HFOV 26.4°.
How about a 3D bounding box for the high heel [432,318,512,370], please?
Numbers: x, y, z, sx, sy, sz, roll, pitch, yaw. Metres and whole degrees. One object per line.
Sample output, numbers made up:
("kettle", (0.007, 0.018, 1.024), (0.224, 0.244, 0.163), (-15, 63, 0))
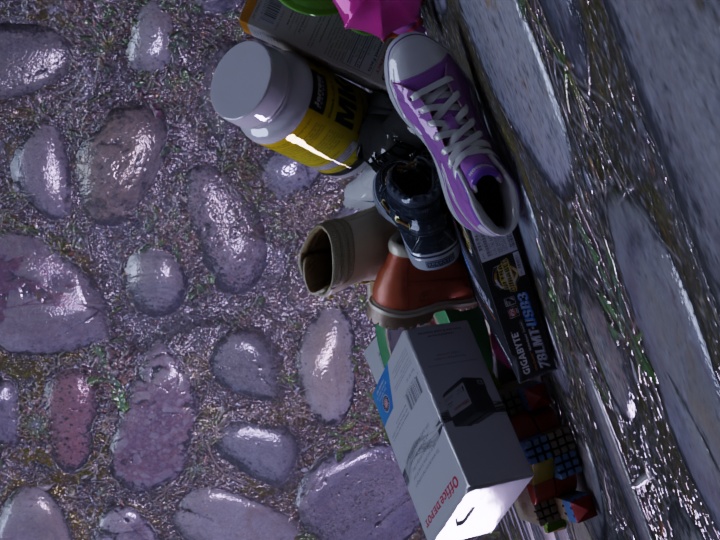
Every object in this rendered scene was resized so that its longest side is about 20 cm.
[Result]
("high heel", (0.136, 0.074, 1.819), (0.200, 0.096, 0.067), (-110, 1, -58))

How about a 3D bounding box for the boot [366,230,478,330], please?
("boot", (0.092, -0.010, 1.705), (0.075, 0.200, 0.107), (25, 119, 33))

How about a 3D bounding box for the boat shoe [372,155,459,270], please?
("boat shoe", (0.053, -0.088, 1.591), (0.200, 0.071, 0.091), (-117, 10, -57))

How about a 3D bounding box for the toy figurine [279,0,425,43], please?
("toy figurine", (0.011, -0.280, 1.551), (0.200, 0.150, 0.184), (44, -173, -37))

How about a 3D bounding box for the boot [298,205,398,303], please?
("boot", (0.000, 0.000, 1.728), (0.073, 0.155, 0.200), (44, 143, 27))

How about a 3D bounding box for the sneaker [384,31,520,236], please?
("sneaker", (0.091, -0.122, 1.376), (0.201, 0.073, 0.114), (61, 178, -13))

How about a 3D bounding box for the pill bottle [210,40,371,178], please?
("pill bottle", (-0.073, -0.188, 1.785), (0.200, 0.114, 0.114), (21, -139, -49))

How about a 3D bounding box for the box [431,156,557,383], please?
("box", (0.134, -0.015, 1.581), (0.200, 0.050, 0.199), (-109, 1, -64))

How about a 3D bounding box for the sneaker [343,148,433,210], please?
("sneaker", (0.039, -0.110, 1.842), (0.200, 0.076, 0.081), (-1, 95, 62))

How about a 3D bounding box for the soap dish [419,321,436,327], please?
("soap dish", (0.103, 0.003, 1.989), (0.157, 0.081, 0.200), (-28, -81, -76))

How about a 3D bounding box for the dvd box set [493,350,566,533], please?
("dvd box set", (0.203, 0.195, 1.852), (0.146, 0.029, 0.200), (-87, -21, -66))

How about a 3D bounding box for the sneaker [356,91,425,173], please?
("sneaker", (0.046, -0.146, 1.710), (0.091, 0.076, 0.200), (-66, 14, 1))

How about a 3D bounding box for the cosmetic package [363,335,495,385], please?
("cosmetic package", (0.114, 0.148, 2.063), (0.200, 0.081, 0.113), (27, -156, -30))

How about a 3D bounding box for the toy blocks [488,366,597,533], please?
("toy blocks", (0.193, 0.199, 1.677), (0.137, 0.100, 0.200), (164, 86, -78))

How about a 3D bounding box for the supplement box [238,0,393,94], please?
("supplement box", (-0.034, -0.274, 1.777), (0.126, 0.200, 0.074), (-123, 58, -87))

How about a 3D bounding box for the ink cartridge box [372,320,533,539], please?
("ink cartridge box", (0.097, 0.179, 1.687), (0.145, 0.084, 0.200), (114, 142, -51))

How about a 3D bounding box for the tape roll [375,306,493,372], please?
("tape roll", (0.085, 0.087, 1.837), (0.200, 0.048, 0.201), (38, 135, 51))
